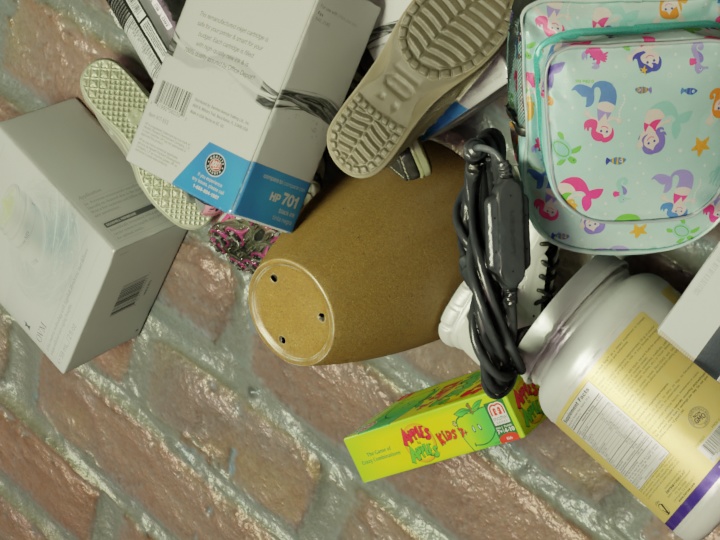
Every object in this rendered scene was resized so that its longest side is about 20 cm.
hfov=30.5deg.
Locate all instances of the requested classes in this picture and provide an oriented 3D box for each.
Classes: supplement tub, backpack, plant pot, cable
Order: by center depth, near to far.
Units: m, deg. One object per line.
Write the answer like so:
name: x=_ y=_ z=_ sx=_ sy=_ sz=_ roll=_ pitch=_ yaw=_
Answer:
backpack: x=0.194 y=-0.109 z=0.966 sx=0.174 sy=0.151 sz=0.203 roll=-1 pitch=122 yaw=2
cable: x=0.093 y=-0.004 z=1.004 sx=0.050 sy=0.163 sz=0.204 roll=-6 pitch=98 yaw=-4
supplement tub: x=0.231 y=0.095 z=1.037 sx=0.200 sy=0.145 sz=0.146 roll=42 pitch=130 yaw=17
plant pot: x=0.000 y=0.000 z=1.147 sx=0.184 sy=0.199 sz=0.189 roll=15 pitch=117 yaw=32
supplement tub: x=-0.159 y=-0.238 z=1.221 sx=0.122 sy=0.122 sz=0.202 roll=-33 pitch=88 yaw=42

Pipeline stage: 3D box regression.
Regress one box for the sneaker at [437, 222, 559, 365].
sneaker: x=0.141 y=-0.003 z=1.098 sx=0.080 sy=0.073 sz=0.202 roll=41 pitch=121 yaw=32

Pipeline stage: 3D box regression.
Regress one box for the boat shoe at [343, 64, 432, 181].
boat shoe: x=-0.009 y=-0.132 z=1.140 sx=0.201 sy=0.065 sz=0.072 roll=52 pitch=170 yaw=40

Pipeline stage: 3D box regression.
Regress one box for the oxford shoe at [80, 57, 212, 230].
oxford shoe: x=-0.215 y=-0.131 z=1.362 sx=0.201 sy=0.075 sz=0.058 roll=53 pitch=174 yaw=-3

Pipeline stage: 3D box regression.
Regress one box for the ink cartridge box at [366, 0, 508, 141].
ink cartridge box: x=0.053 y=-0.225 z=1.092 sx=0.116 sy=0.068 sz=0.202 roll=-31 pitch=88 yaw=42

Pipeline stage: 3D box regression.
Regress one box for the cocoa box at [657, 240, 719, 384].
cocoa box: x=0.328 y=-0.007 z=0.922 sx=0.131 sy=0.133 sz=0.201 roll=40 pitch=129 yaw=17

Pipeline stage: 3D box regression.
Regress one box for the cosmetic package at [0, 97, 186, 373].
cosmetic package: x=-0.317 y=-0.038 z=1.438 sx=0.200 sy=0.122 sz=0.200 roll=45 pitch=130 yaw=16

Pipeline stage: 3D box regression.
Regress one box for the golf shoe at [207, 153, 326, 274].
golf shoe: x=-0.084 y=-0.055 z=1.281 sx=0.072 sy=0.093 sz=0.200 roll=41 pitch=153 yaw=-10

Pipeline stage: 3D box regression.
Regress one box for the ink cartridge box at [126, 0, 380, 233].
ink cartridge box: x=-0.091 y=-0.153 z=1.091 sx=0.145 sy=0.085 sz=0.202 roll=27 pitch=95 yaw=38

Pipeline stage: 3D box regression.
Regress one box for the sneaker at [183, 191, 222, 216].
sneaker: x=-0.129 y=-0.088 z=1.251 sx=0.200 sy=0.069 sz=0.083 roll=-145 pitch=57 yaw=-69

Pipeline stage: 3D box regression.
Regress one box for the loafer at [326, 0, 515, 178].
loafer: x=0.050 y=-0.159 z=1.026 sx=0.076 sy=0.068 sz=0.200 roll=45 pitch=103 yaw=2

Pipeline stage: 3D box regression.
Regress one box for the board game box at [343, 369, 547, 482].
board game box: x=0.089 y=0.131 z=1.197 sx=0.199 sy=0.101 sz=0.048 roll=-24 pitch=93 yaw=42
